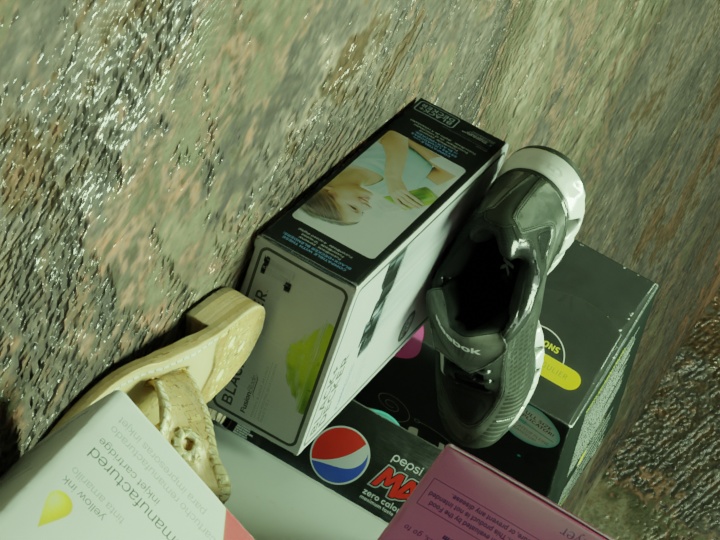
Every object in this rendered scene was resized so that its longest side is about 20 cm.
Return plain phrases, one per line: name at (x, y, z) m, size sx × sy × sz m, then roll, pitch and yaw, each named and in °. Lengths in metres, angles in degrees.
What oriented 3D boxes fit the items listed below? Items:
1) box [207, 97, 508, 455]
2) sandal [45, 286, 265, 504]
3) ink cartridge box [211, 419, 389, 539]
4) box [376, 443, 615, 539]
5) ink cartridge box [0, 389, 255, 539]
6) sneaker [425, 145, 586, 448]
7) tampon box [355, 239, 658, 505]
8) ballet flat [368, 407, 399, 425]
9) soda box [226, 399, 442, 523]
box at (0.000, 0.000, 1.262) m, size 0.200 × 0.060 × 0.117 m, roll -42°, pitch 157°, yaw -54°
sandal at (-0.084, 0.079, 1.087) m, size 0.212 × 0.070 × 0.078 m, roll -45°, pitch 159°, yaw -51°
ink cartridge box at (-0.085, 0.209, 1.186) m, size 0.200 × 0.144 × 0.147 m, roll -66°, pitch 166°, yaw 18°
box at (0.023, 0.215, 1.086) m, size 0.200 × 0.097 × 0.176 m, roll -53°, pitch 162°, yaw -26°
ink cartridge box at (-0.122, 0.167, 0.921) m, size 0.083 × 0.145 × 0.200 m, roll -34°, pitch -170°, yaw 43°
sneaker at (0.067, 0.029, 1.310) m, size 0.090 × 0.066 × 0.200 m, roll -42°, pitch 153°, yaw -48°
tampon box at (0.090, 0.069, 1.551) m, size 0.126 × 0.150 × 0.200 m, roll -55°, pitch 165°, yaw -28°
ballet flat at (-0.051, 0.146, 1.397) m, size 0.075 × 0.068 × 0.200 m, roll -43°, pitch 176°, yaw 42°
soda box at (0.022, 0.128, 1.301) m, size 0.063 × 0.200 × 0.071 m, roll -57°, pitch 167°, yaw -14°
